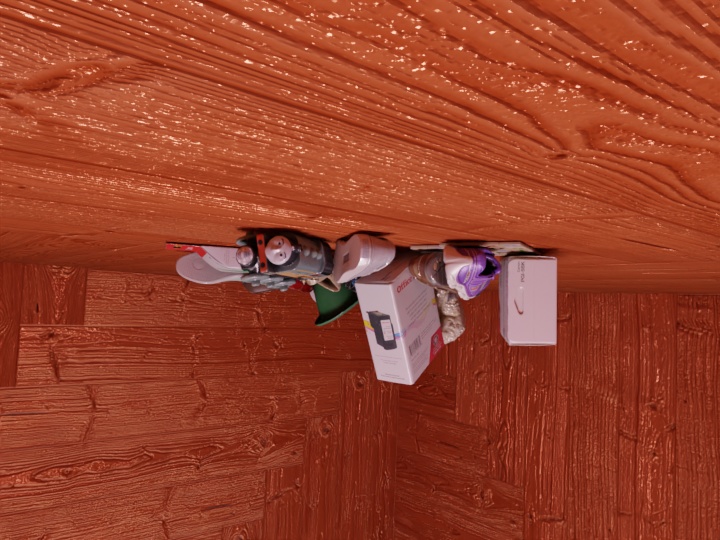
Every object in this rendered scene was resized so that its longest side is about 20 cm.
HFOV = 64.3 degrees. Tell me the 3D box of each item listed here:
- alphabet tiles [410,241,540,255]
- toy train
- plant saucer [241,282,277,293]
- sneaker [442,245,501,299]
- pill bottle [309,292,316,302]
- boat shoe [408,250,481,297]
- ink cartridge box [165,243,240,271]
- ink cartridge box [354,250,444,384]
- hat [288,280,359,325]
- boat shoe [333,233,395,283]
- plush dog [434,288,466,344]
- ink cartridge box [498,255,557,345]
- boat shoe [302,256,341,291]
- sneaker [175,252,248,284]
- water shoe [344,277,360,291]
[{"bbox_3d":[0.193,-0.035,0.980,0.196,0.008,0.166,0,176,29],"label":"alphabet tiles"},{"bbox_3d":[-0.119,-0.020,0.921,0.111,0.087,0.200,-11,171,15],"label":"toy train"},{"bbox_3d":[-0.181,0.027,1.358,0.195,0.033,0.200,-11,178,0],"label":"plant saucer"},{"bbox_3d":[0.195,0.004,0.948,0.082,0.083,0.199,-5,173,21],"label":"sneaker"},{"bbox_3d":[-0.104,0.057,1.849,0.110,0.115,0.200,2,176,8],"label":"pill bottle"},{"bbox_3d":[0.160,0.003,1.048,0.071,0.078,0.198,4,169,41],"label":"boat shoe"},{"bbox_3d":[-0.316,-0.024,1.229,0.195,0.051,0.160,1,177,-20],"label":"ink cartridge box"},{"bbox_3d":[0.077,0.082,1.067,0.081,0.204,0.145,1,-156,35],"label":"ink cartridge box"},{"bbox_3d":[-0.082,0.006,1.259,0.164,0.178,0.200,-31,-172,23],"label":"hat"},{"bbox_3d":[0.003,-0.022,0.917,0.067,0.074,0.200,4,167,-15],"label":"boat shoe"},{"bbox_3d":[0.128,0.041,1.210,0.168,0.203,0.161,-10,138,28],"label":"plush dog"},{"bbox_3d":[0.298,0.050,1.035,0.081,0.151,0.200,0,-179,9],"label":"ink cartridge box"},{"bbox_3d":[-0.090,-0.004,1.117,0.071,0.067,0.199,3,168,28],"label":"boat shoe"},{"bbox_3d":[-0.342,0.002,1.382,0.196,0.076,0.118,1,171,-17],"label":"sneaker"},{"bbox_3d":[0.000,0.000,1.096,0.070,0.081,0.200,2,177,4],"label":"water shoe"}]
